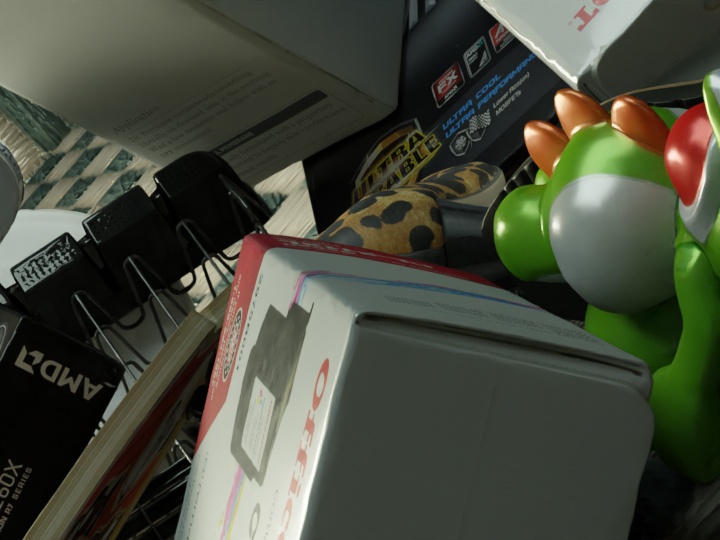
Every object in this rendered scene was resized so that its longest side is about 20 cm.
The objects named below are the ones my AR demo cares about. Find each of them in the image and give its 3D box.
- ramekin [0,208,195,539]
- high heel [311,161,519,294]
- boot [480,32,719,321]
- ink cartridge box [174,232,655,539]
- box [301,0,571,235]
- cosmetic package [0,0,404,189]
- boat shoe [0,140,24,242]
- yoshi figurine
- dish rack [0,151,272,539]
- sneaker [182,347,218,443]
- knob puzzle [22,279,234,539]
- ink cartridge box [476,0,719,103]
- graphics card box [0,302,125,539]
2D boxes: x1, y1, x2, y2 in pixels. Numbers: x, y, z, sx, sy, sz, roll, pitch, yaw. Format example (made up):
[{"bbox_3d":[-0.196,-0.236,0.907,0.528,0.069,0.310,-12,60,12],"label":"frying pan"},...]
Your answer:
[{"bbox_3d":[-0.155,0.079,1.240,0.202,0.094,0.202,-10,52,13],"label":"ramekin"},{"bbox_3d":[0.000,0.000,1.027,0.142,0.071,0.200,-8,-3,-28],"label":"high heel"},{"bbox_3d":[0.143,-0.065,0.897,0.200,0.077,0.138,-25,19,31],"label":"boot"},{"bbox_3d":[0.004,0.074,0.769,0.200,0.083,0.146,-150,73,-78],"label":"ink cartridge box"},{"bbox_3d":[0.051,-0.102,1.186,0.200,0.050,0.199,-42,41,28],"label":"box"},{"bbox_3d":[-0.090,-0.170,1.195,0.123,0.200,0.199,-25,49,41],"label":"cosmetic package"},{"bbox_3d":[-0.219,0.021,1.206,0.200,0.074,0.065,-44,8,5],"label":"boat shoe"},{"bbox_3d":[0.119,0.003,0.756,0.200,0.112,0.112,4,93,58],"label":"yoshi figurine"},{"bbox_3d":[-0.075,0.048,1.139,0.153,0.055,0.200,-34,52,-4],"label":"dish rack"},{"bbox_3d":[-0.010,0.050,0.968,0.075,0.106,0.200,-49,12,-1],"label":"sneaker"},{"bbox_3d":[-0.094,0.100,0.953,0.220,0.030,0.220,-56,-3,-5],"label":"knob puzzle"},{"bbox_3d":[0.104,-0.146,1.042,0.145,0.084,0.200,-47,41,5],"label":"ink cartridge box"},{"bbox_3d":[-0.168,0.108,1.052,0.200,0.051,0.125,-62,19,-4],"label":"graphics card box"}]
